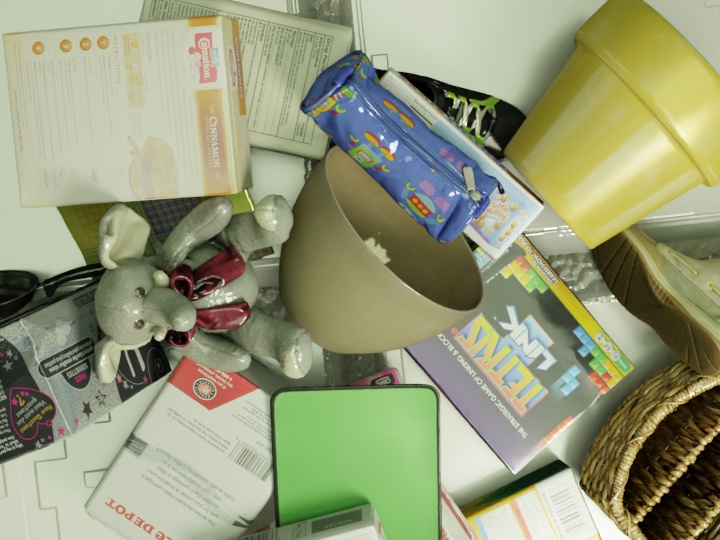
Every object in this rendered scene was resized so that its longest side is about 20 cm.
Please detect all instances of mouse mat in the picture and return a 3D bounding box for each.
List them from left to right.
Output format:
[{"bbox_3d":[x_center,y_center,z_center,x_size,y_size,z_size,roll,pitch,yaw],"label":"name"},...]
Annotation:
[{"bbox_3d":[-0.003,0.203,1.238,0.159,0.008,0.202,-1,104,0],"label":"mouse mat"}]

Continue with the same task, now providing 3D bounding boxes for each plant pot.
[{"bbox_3d":[0.000,0.000,1.235,0.200,0.200,0.134,45,116,-5],"label":"plant pot"},{"bbox_3d":[0.248,-0.130,1.261,0.189,0.201,0.201,-43,95,9],"label":"plant pot"}]

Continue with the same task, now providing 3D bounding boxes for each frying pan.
[{"bbox_3d":[-0.333,0.016,1.276,0.189,0.115,0.031,-17,111,-28],"label":"frying pan"}]

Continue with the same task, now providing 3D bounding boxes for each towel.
[{"bbox_3d":[-0.194,-0.053,1.259,0.198,0.023,0.145,-13,116,17],"label":"towel"},{"bbox_3d":[0.003,0.267,1.269,0.199,0.023,0.145,-32,103,7],"label":"towel"}]

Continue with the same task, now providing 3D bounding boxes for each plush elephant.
[{"bbox_3d":[-0.161,0.022,1.154,0.199,0.154,0.166,8,110,32],"label":"plush elephant"}]

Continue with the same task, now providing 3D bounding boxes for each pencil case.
[{"bbox_3d":[0.039,-0.111,1.196,0.200,0.087,0.078,42,70,-13],"label":"pencil case"}]

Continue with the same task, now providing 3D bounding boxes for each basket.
[{"bbox_3d":[0.330,0.189,1.283,0.200,0.149,0.143,-46,114,0],"label":"basket"}]

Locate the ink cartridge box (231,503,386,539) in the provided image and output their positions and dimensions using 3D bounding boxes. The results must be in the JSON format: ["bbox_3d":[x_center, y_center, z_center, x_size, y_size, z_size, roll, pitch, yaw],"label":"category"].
[{"bbox_3d":[-0.036,0.333,1.253,0.161,0.050,0.201,-15,113,4],"label":"ink cartridge box"}]

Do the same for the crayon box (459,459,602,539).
[{"bbox_3d":[0.145,0.294,1.338,0.199,0.052,0.127,-25,94,-4],"label":"crayon box"}]

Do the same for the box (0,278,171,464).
[{"bbox_3d":[-0.284,0.091,1.207,0.131,0.200,0.116,-21,96,20],"label":"box"}]

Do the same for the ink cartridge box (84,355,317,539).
[{"bbox_3d":[-0.153,0.181,1.280,0.144,0.084,0.201,34,99,-5],"label":"ink cartridge box"}]

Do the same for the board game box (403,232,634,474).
[{"bbox_3d":[0.149,0.075,1.326,0.165,0.057,0.200,-42,95,-3],"label":"board game box"}]

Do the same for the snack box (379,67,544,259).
[{"bbox_3d":[0.080,-0.101,1.259,0.200,0.024,0.072,40,106,-9],"label":"snack box"}]

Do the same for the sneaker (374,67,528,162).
[{"bbox_3d":[0.076,-0.151,1.296,0.198,0.083,0.072,12,92,-5],"label":"sneaker"}]

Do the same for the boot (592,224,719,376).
[{"bbox_3d":[0.342,0.001,1.324,0.154,0.072,0.200,-23,58,-27],"label":"boot"}]

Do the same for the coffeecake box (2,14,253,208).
[{"bbox_3d":[-0.204,-0.140,1.171,0.198,0.073,0.155,-3,98,8],"label":"coffeecake box"}]

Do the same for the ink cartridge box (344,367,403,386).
[{"bbox_3d":[0.025,0.206,1.303,0.094,0.037,0.202,-21,80,6],"label":"ink cartridge box"}]

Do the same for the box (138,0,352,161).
[{"bbox_3d":[-0.118,-0.188,1.267,0.198,0.109,0.129,13,93,-5],"label":"box"}]
